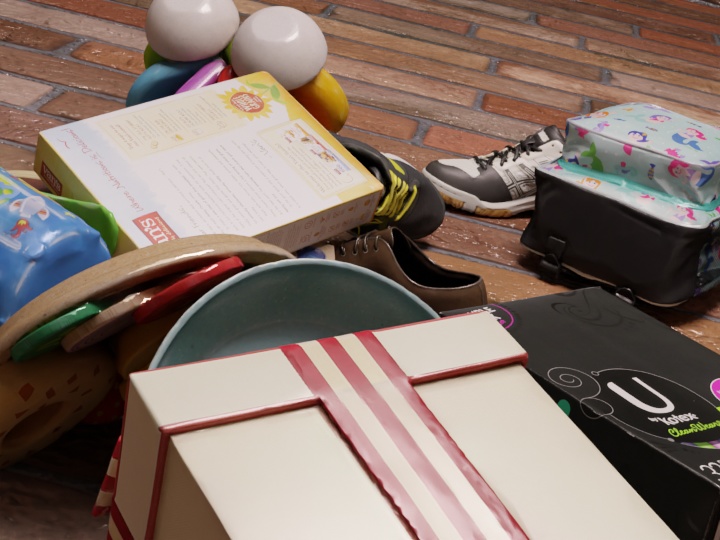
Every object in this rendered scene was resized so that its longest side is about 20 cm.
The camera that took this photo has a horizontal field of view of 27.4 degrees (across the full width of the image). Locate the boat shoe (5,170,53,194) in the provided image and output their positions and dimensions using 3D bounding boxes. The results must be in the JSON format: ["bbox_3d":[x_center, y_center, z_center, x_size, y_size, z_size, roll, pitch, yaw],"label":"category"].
[{"bbox_3d":[-0.196,-0.011,1.000,0.198,0.073,0.072,21,22,2],"label":"boat shoe"}]

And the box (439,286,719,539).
[{"bbox_3d":[0.143,0.109,0.803,0.148,0.126,0.199,-5,26,-41],"label":"box"}]

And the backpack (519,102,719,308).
[{"bbox_3d":[0.253,-0.060,1.274,0.176,0.152,0.199,24,19,30],"label":"backpack"}]

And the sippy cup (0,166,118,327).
[{"bbox_3d":[-0.219,0.000,0.858,0.129,0.140,0.179,21,62,25],"label":"sippy cup"}]

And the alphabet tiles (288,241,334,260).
[{"bbox_3d":[-0.095,0.017,0.963,0.165,0.008,0.201,10,42,-13],"label":"alphabet tiles"}]

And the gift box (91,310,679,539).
[{"bbox_3d":[-0.008,0.141,0.564,0.183,0.201,0.187,-4,37,-33],"label":"gift box"}]

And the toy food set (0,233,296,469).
[{"bbox_3d":[-0.115,0.043,0.784,0.199,0.197,0.049,1,58,-53],"label":"toy food set"}]

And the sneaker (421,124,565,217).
[{"bbox_3d":[0.153,-0.098,1.384,0.198,0.089,0.076,4,24,-16],"label":"sneaker"}]

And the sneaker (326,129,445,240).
[{"bbox_3d":[0.003,-0.061,1.176,0.199,0.075,0.084,20,6,-41],"label":"sneaker"}]

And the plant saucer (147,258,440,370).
[{"bbox_3d":[-0.022,0.096,0.719,0.198,0.202,0.036,1,-13,-27],"label":"plant saucer"}]

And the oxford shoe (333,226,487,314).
[{"bbox_3d":[0.000,0.000,1.058,0.198,0.085,0.073,16,23,13],"label":"oxford shoe"}]

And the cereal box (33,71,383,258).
[{"bbox_3d":[-0.102,-0.062,1.008,0.199,0.040,0.144,-22,57,-38],"label":"cereal box"}]

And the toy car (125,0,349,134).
[{"bbox_3d":[-0.118,-0.141,1.287,0.198,0.176,0.151,21,59,20],"label":"toy car"}]
